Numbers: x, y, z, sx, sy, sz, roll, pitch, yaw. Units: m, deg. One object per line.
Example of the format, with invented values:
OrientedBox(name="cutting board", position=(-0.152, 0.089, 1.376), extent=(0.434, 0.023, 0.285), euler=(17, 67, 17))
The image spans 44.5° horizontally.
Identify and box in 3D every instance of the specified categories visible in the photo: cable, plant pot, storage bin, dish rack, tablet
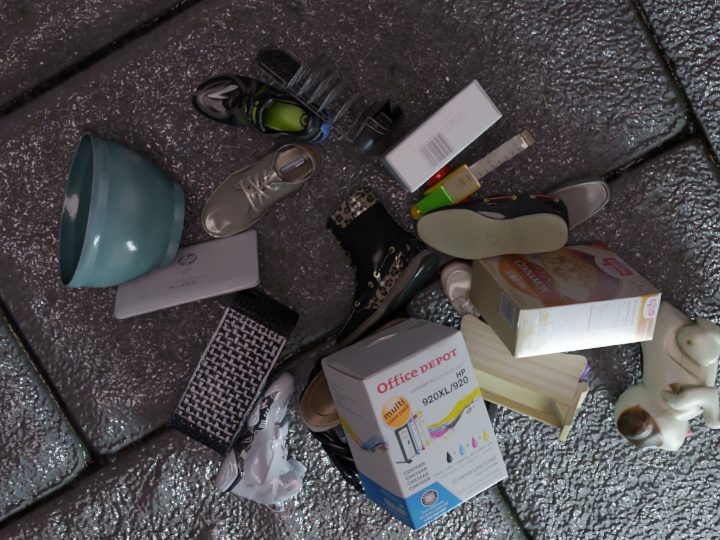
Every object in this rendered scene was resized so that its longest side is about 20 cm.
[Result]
OrientedBox(name="cable", position=(0.009, 0.193, 1.216), extent=(0.162, 0.051, 0.201), euler=(-36, 74, -4))
OrientedBox(name="plant pot", position=(-0.312, -0.070, 1.168), extent=(0.133, 0.200, 0.203), euler=(8, 97, -28))
OrientedBox(name="storage bin", position=(-0.171, 0.133, 1.205), extent=(0.093, 0.135, 0.202), euler=(27, 95, -4))
OrientedBox(name="dish rack", position=(-0.043, -0.239, 1.163), extent=(0.199, 0.154, 0.055), euler=(38, 111, -3))
OrientedBox(name="tablet", position=(-0.235, 0.002, 1.200), extent=(0.197, 0.131, 0.014), euler=(-13, 127, 1))

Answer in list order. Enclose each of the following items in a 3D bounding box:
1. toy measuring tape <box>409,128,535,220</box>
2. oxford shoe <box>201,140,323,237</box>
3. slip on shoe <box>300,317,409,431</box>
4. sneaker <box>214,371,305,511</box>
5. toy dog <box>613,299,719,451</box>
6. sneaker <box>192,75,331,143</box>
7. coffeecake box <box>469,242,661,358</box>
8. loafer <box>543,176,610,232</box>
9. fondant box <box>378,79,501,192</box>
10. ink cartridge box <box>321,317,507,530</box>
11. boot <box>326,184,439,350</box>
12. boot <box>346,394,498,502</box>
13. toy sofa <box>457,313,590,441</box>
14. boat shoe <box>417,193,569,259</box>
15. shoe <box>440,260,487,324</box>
OrientedBox(name="toy measuring tape", position=(0.150, -0.132, 1.202), extent=(0.199, 0.074, 0.074), euler=(-35, 96, 20))
OrientedBox(name="oxford shoe", position=(-0.139, -0.116, 1.218), extent=(0.199, 0.058, 0.076), euler=(-33, 97, 4))
OrientedBox(name="slip on shoe", position=(-0.001, 0.136, 1.187), extent=(0.199, 0.061, 0.076), euler=(-35, 70, -12))
OrientedBox(name="sneaker", position=(-0.117, 0.247, 1.252), extent=(0.114, 0.075, 0.201), euler=(29, 100, -4))
OrientedBox(name="toy dog", position=(0.426, 0.155, 1.217), extent=(0.192, 0.139, 0.202), euler=(25, 96, 10))
OrientedBox(name="sneaker", position=(-0.136, -0.221, 1.186), extent=(0.197, 0.083, 0.072), euler=(17, 97, 13))
OrientedBox(name="coffeecake box", position=(0.265, 0.035, 1.163), extent=(0.197, 0.154, 0.074), euler=(-6, 118, -15))
OrientedBox(name="loafer", position=(0.258, -0.070, 1.220), extent=(0.198, 0.070, 0.071), euler=(-29, 96, 3))
OrientedBox(name="fondant box", position=(0.097, -0.171, 1.142), extent=(0.144, 0.200, 0.058), euler=(-40, 97, 4))
OrientedBox(name="ink cartridge box", position=(0.065, 0.183, 1.104), extent=(0.146, 0.144, 0.202), euler=(-24, 102, -20))
OrientedBox(name="boot", position=(0.001, -0.001, 1.228), extent=(0.154, 0.073, 0.204), euler=(50, 120, 16))
OrientedBox(name="boot", position=(0.087, 0.223, 1.261), extent=(0.197, 0.066, 0.167), euler=(16, 83, 8))
OrientedBox(name="toy sofa", position=(0.207, 0.145, 1.201), extent=(0.198, 0.083, 0.098), euler=(20, 68, 14))
OrientedBox(name="boat shoe", position=(0.176, -0.062, 1.168), extent=(0.199, 0.063, 0.074), euler=(-1, 125, 16))
OrientedBox(name="shoe", position=(0.188, 0.068, 1.243), extent=(0.070, 0.053, 0.200), euler=(-41, 95, 4))
